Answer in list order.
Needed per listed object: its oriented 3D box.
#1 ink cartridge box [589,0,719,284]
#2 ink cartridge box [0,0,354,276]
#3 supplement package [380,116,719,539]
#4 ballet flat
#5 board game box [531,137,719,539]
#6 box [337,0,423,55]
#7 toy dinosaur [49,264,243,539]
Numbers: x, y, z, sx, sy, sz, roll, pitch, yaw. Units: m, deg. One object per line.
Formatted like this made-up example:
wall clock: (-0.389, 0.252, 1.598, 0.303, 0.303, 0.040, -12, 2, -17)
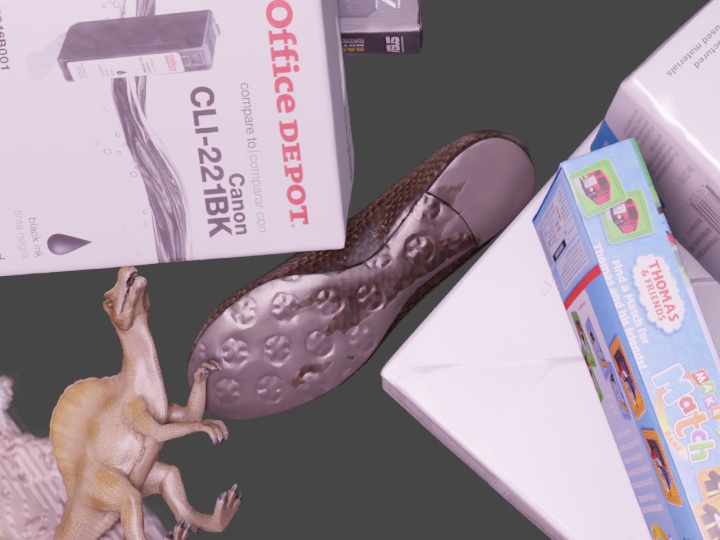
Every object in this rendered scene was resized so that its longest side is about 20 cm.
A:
ink cartridge box: (0.198, -0.018, 0.999, 0.085, 0.145, 0.200, -42, 84, -5)
ink cartridge box: (-0.107, -0.082, 1.121, 0.199, 0.084, 0.145, -5, 117, 2)
supplement package: (0.132, 0.028, 1.123, 0.156, 0.111, 0.200, 42, 86, 5)
ballet flat: (0.000, 0.000, 1.167, 0.200, 0.046, 0.067, -39, 106, 2)
board game box: (0.125, 0.056, 0.988, 0.037, 0.151, 0.200, -19, 84, -3)
box: (-0.049, -0.207, 1.186, 0.158, 0.048, 0.201, -2, 83, 2)
toy dinosaur: (-0.114, 0.100, 1.154, 0.101, 0.058, 0.200, 25, 99, 25)
